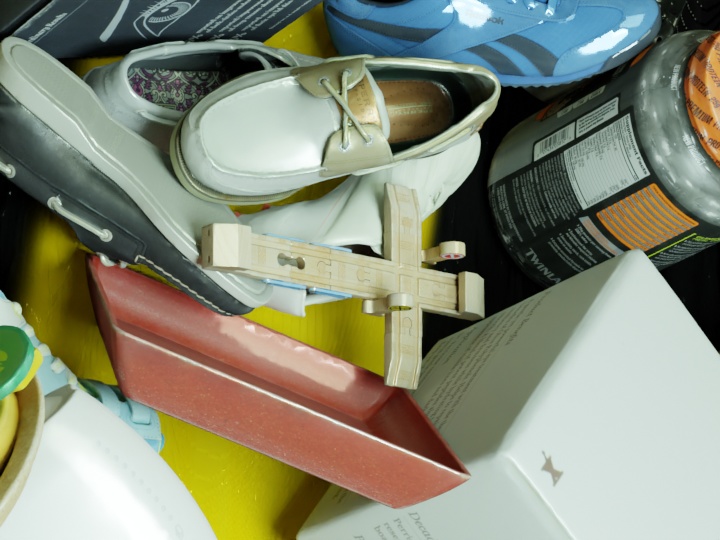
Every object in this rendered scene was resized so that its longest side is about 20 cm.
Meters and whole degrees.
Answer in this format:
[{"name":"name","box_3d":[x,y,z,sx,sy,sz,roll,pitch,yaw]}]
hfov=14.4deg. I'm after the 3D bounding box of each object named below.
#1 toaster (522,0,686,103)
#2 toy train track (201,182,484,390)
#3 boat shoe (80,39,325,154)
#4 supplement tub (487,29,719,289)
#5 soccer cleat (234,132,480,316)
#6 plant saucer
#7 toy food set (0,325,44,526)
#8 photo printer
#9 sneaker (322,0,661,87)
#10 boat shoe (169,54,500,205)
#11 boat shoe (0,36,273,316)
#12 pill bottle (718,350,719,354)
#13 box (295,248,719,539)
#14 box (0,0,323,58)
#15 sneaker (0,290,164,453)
[{"name":"toaster","box_3d":[0.126,-0.224,1.785,0.199,0.118,0.182,33,56,-22]},{"name":"toy train track","box_3d":[0.000,0.000,1.558,0.199,0.032,0.116,11,73,-40]},{"name":"boat shoe","box_3d":[-0.069,-0.101,1.624,0.199,0.068,0.073,4,70,-35]},{"name":"supplement tub","box_3d":[0.178,-0.066,1.708,0.122,0.200,0.123,15,64,-32]},{"name":"soccer cleat","box_3d":[0.007,-0.027,1.640,0.199,0.070,0.077,-30,50,-35]},{"name":"plant saucer","box_3d":[-0.054,0.062,1.499,0.199,0.200,0.037,23,97,-13]},{"name":"toy food set","box_3d":[-0.238,0.093,1.349,0.198,0.199,0.049,-57,132,-33]},{"name":"photo printer","box_3d":[-0.164,0.167,1.387,0.200,0.069,0.167,-36,104,-10]},{"name":"sneaker","box_3d":[0.075,-0.156,1.675,0.066,0.199,0.079,-81,165,-45]},{"name":"boat shoe","box_3d":[-0.012,-0.087,1.574,0.199,0.068,0.075,-16,86,-36]},{"name":"boat shoe","box_3d":[-0.135,-0.039,1.540,0.200,0.060,0.074,40,22,-11]},{"name":"pill bottle","box_3d":[0.288,0.061,1.797,0.113,0.113,0.200,50,51,-10]},{"name":"box","box_3d":[0.116,0.139,1.581,0.200,0.171,0.199,52,43,-12]},{"name":"box","box_3d":[-0.110,-0.192,1.578,0.199,0.148,0.105,-6,75,-38]},{"name":"sneaker","box_3d":[-0.171,0.056,1.482,0.130,0.079,0.202,-10,88,-37]}]
